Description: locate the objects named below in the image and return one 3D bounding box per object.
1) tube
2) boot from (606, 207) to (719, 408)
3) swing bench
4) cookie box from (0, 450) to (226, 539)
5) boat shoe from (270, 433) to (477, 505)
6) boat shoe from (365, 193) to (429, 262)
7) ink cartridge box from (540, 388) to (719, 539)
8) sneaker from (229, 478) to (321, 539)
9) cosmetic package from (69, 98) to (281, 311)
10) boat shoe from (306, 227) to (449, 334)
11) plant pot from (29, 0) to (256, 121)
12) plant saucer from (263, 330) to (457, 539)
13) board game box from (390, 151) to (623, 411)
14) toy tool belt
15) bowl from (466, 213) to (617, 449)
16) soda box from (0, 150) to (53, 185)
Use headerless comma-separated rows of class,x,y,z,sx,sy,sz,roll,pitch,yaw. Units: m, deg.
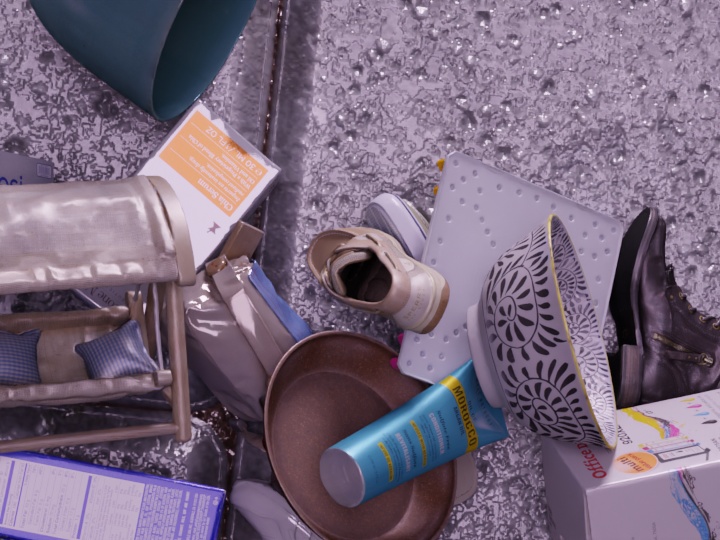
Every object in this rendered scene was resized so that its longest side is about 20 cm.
tube,0.050,0.136,1.609,0.199,0.050,0.078,-24,106,-43
boot,0.314,0.051,1.757,0.172,0.069,0.202,7,88,-10
swing bench,-0.243,0.033,1.558,0.197,0.130,0.202,-5,111,-23
cookie box,-0.218,0.205,1.636,0.198,0.171,0.076,11,80,-3
boat shoe,0.014,0.178,1.689,0.199,0.059,0.073,4,70,-38
boat shoe,0.078,0.011,1.739,0.062,0.072,0.201,-36,97,-22
ink cartridge box,0.271,0.204,1.668,0.198,0.147,0.146,-11,109,-7
sneaker,-0.047,0.266,1.692,0.200,0.078,0.100,40,85,1
cosmetic package,-0.170,-0.041,1.714,0.101,0.071,0.200,39,83,0
boat shoe,0.000,0.000,1.664,0.065,0.200,0.073,21,95,-33
plant pot,-0.193,-0.256,1.679,0.160,0.201,0.202,30,82,10
plant saucer,-0.007,0.150,1.617,0.199,0.037,0.202,19,58,-32
board game box,0.131,0.022,1.709,0.199,0.026,0.202,21,76,-28
toy tool belt,-0.077,0.065,1.683,0.123,0.124,0.200,-49,115,-23
bowl,0.145,0.061,1.626,0.093,0.201,0.203,-14,85,13
soda box,-0.344,-0.072,1.637,0.068,0.200,0.064,-3,84,28
